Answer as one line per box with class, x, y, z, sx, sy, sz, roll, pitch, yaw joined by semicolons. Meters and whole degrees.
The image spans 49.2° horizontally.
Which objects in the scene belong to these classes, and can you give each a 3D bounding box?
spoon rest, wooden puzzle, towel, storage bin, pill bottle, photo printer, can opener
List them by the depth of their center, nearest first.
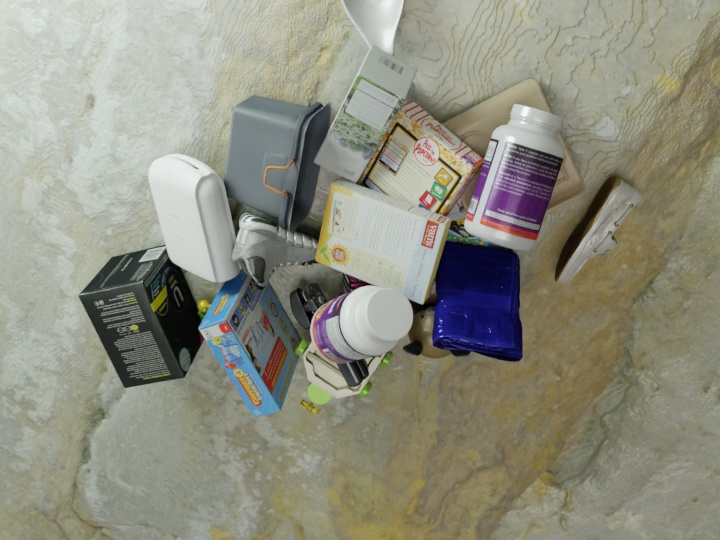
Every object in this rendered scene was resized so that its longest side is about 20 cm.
pill bottle;0.233;-0.138;1.169;0.112;0.112;0.202;17;100;-2
spoon rest;0.030;-0.370;1.178;0.099;0.061;0.201;-10;117;12
wooden puzzle;0.232;-0.172;1.244;0.184;0.046;0.201;-26;95;9
storage bin;-0.144;-0.179;1.266;0.133;0.146;0.201;17;119;9
towel;0.194;0.043;1.276;0.146;0.201;0.050;11;145;-6
pill bottle;0.003;0.087;1.281;0.111;0.112;0.200;38;155;-13
photo printer;-0.280;-0.094;1.317;0.166;0.069;0.201;22;129;43
can opener;-0.059;0.117;1.402;0.067;0.053;0.201;-24;95;31

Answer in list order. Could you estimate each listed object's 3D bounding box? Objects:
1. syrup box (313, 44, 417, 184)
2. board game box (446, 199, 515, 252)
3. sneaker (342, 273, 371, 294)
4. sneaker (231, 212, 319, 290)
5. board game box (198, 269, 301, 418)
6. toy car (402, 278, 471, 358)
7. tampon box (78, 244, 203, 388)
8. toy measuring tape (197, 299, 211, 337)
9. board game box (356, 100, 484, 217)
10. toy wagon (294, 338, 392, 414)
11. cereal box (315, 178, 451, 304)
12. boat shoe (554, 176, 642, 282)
syrup box;0.004;-0.234;1.207;0.078;0.082;0.200;26;141;-7
board game box;0.174;-0.107;1.315;0.198;0.035;0.127;10;118;2
sneaker;0.000;0.000;1.361;0.073;0.088;0.201;5;117;6
sneaker;-0.133;-0.017;1.337;0.199;0.075;0.116;19;96;-32
board game box;-0.186;0.118;1.386;0.056;0.200;0.197;-19;114;18
toy car;0.126;0.082;1.328;0.163;0.200;0.159;0;118;7
tampon box;-0.383;0.082;1.418;0.125;0.150;0.201;-11;117;13
toy measuring tape;-0.243;0.138;1.473;0.073;0.074;0.201;-23;110;18
board game box;0.083;-0.141;1.250;0.151;0.046;0.200;42;130;10
toy wagon;-0.044;0.170;1.444;0.155;0.040;0.201;33;94;-4
cereal box;0.033;-0.047;1.257;0.199;0.040;0.145;22;118;14
boat shoe;0.392;-0.054;1.296;0.069;0.071;0.201;25;117;-5
